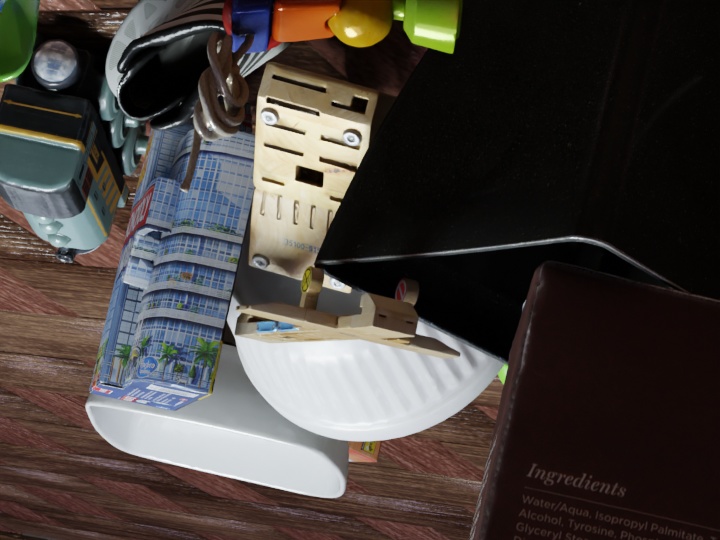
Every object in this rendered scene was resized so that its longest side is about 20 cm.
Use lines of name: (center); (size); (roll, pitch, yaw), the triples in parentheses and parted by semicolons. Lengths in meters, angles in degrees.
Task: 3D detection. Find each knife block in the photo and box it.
knife block: (-0.007, -0.085, 1.160); (0.064, 0.176, 0.200); (15, 139, 8)

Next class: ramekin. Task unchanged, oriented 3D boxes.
ramekin: (0.000, 0.000, 1.301); (0.200, 0.200, 0.105); (7, 153, 24)

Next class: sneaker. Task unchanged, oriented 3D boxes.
sneaker: (-0.110, -0.119, 1.103); (0.200, 0.115, 0.076); (-19, 104, 52)

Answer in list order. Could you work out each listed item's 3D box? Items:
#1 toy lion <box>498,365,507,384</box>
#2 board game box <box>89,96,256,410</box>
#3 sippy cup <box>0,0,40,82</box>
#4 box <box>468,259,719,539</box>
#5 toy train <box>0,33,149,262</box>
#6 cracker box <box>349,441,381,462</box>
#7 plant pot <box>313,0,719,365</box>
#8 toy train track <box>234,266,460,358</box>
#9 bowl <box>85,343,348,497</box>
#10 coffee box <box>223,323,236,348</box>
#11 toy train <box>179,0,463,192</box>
toy lion: (0.174, 0.041, 1.325); (0.200, 0.192, 0.069); (-8, 137, 7)
board game box: (-0.108, -0.022, 1.210); (0.062, 0.200, 0.200); (12, 171, -9)
sippy cup: (-0.245, -0.162, 1.076); (0.178, 0.131, 0.140); (21, 162, -21)
box: (0.136, 0.127, 0.955); (0.164, 0.200, 0.166); (13, 164, 4)
toy train: (-0.195, -0.079, 1.337); (0.085, 0.114, 0.200); (14, 164, 4)
cracker box: (-0.088, 0.156, 2.131); (0.134, 0.058, 0.200); (28, 160, -37)
plant pot: (0.127, -0.053, 1.036); (0.199, 0.178, 0.200); (27, 159, -36)
toy train track: (-0.020, 0.019, 1.045); (0.115, 0.033, 0.200); (14, 171, -22)
bowl: (-0.101, 0.109, 1.556); (0.199, 0.075, 0.200); (12, 163, 6)
coffee box: (-0.098, 0.030, 1.620); (0.080, 0.113, 0.200); (18, 163, -12)
toy train: (-0.006, -0.118, 0.901); (0.116, 0.200, 0.085); (10, 164, -1)
